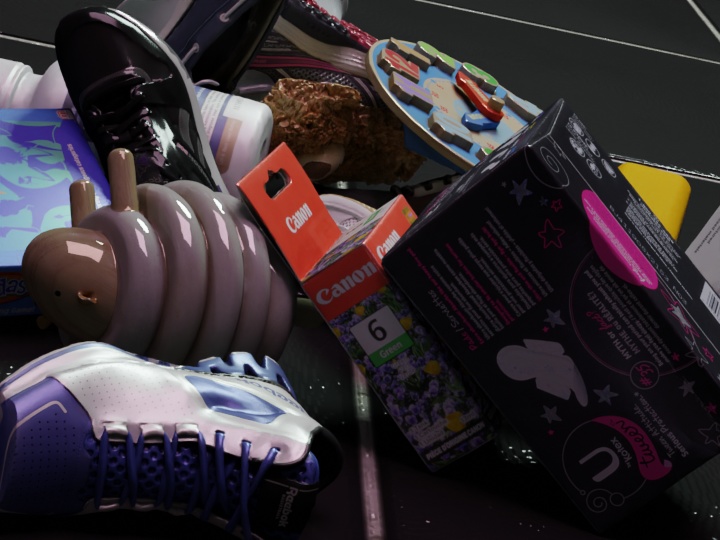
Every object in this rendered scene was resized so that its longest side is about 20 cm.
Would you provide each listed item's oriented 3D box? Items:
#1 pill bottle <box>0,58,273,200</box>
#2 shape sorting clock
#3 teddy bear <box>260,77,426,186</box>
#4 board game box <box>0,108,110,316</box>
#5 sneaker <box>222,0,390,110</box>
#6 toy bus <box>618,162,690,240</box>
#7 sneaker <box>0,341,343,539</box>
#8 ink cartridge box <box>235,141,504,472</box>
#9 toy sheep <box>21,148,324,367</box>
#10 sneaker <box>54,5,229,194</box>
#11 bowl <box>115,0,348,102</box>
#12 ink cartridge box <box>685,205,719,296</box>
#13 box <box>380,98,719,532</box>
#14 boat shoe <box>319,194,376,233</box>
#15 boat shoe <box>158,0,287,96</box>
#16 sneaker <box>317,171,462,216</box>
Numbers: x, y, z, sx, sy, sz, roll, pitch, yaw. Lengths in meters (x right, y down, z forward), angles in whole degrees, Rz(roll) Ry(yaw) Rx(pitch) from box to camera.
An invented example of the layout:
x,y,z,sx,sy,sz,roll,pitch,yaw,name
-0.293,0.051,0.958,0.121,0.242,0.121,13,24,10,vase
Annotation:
x,y,z,sx,sy,sz,roll,pitch,yaw,name
-0.167,-0.083,1.410,0.199,0.112,0.111,14,20,2,pill bottle
0.090,-0.107,1.485,0.199,0.039,0.200,25,24,-12,shape sorting clock
-0.020,-0.088,1.530,0.144,0.067,0.200,9,-6,-1,teddy bear
-0.248,-0.036,1.248,0.199,0.045,0.152,-4,44,-30,board game box
-0.021,-0.152,1.569,0.199,0.075,0.081,29,14,-29,sneaker
0.197,-0.014,1.505,0.065,0.079,0.200,16,20,9,toy bus
-0.083,0.092,1.036,0.199,0.081,0.115,-3,23,-41,sneaker
0.015,0.008,1.201,0.200,0.050,0.109,55,20,-7,ink cartridge box
-0.102,0.009,1.178,0.199,0.139,0.138,7,20,-33,toy sheep
-0.132,-0.077,1.306,0.075,0.201,0.088,-28,7,8,sneaker
-0.099,-0.163,1.643,0.200,0.091,0.201,-11,-18,-4,bowl
0.328,0.037,1.370,0.146,0.084,0.200,34,6,-35,ink cartridge box
0.125,0.023,1.180,0.200,0.115,0.132,52,21,-4,box
0.000,0.000,1.354,0.071,0.069,0.200,46,-18,-28,boat shoe
-0.115,-0.138,1.482,0.062,0.200,0.075,41,13,31,boat shoe
0.062,-0.049,1.508,0.199,0.082,0.077,9,20,-13,sneaker
